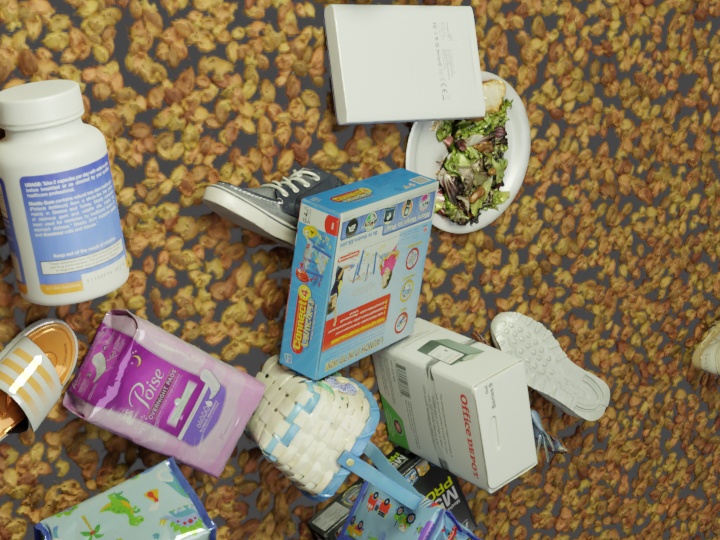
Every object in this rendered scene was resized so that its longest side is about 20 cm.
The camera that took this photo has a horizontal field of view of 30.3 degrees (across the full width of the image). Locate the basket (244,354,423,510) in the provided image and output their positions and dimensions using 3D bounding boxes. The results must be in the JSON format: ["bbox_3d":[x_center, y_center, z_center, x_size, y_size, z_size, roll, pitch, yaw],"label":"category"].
[{"bbox_3d":[-0.030,0.193,1.522,0.200,0.176,0.139,39,88,-28],"label":"basket"}]

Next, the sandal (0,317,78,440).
[{"bbox_3d":[-0.356,0.141,1.340,0.207,0.059,0.079,-47,125,-16],"label":"sandal"}]

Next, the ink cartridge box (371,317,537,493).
[{"bbox_3d":[0.112,0.159,1.599,0.084,0.199,0.147,-25,117,-29],"label":"ink cartridge box"}]

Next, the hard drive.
[{"bbox_3d":[0.053,-0.238,1.533,0.199,0.025,0.133,-7,89,-34],"label":"hard drive"}]

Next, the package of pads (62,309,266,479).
[{"bbox_3d":[-0.208,0.135,1.438,0.200,0.075,0.121,32,80,-38],"label":"package of pads"}]

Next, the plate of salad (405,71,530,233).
[{"bbox_3d":[0.141,-0.142,1.633,0.199,0.048,0.202,-11,109,-34],"label":"plate of salad"}]

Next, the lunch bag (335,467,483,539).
[{"bbox_3d":[0.026,0.359,1.569,0.094,0.150,0.201,43,76,-35],"label":"lunch bag"}]

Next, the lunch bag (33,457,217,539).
[{"bbox_3d":[-0.248,0.326,1.429,0.169,0.128,0.201,-22,147,-25],"label":"lunch bag"}]

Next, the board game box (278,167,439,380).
[{"bbox_3d":[0.000,0.000,1.506,0.200,0.056,0.197,-21,127,-52],"label":"board game box"}]

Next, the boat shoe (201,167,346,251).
[{"bbox_3d":[-0.086,-0.081,1.474,0.200,0.074,0.093,26,83,-47],"label":"boat shoe"}]

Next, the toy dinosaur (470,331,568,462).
[{"bbox_3d":[0.219,0.189,1.764,0.181,0.104,0.202,10,85,-58],"label":"toy dinosaur"}]

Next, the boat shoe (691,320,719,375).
[{"bbox_3d":[0.552,0.099,1.991,0.200,0.069,0.074,-28,113,-51],"label":"boat shoe"}]

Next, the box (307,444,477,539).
[{"bbox_3d":[0.044,0.324,1.695,0.200,0.044,0.161,-36,120,-23],"label":"box"}]

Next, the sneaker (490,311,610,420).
[{"bbox_3d":[0.239,0.130,1.771,0.200,0.080,0.077,43,79,-16],"label":"sneaker"}]

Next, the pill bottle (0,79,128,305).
[{"bbox_3d":[-0.295,-0.077,1.291,0.111,0.112,0.202,-19,114,-31],"label":"pill bottle"}]
